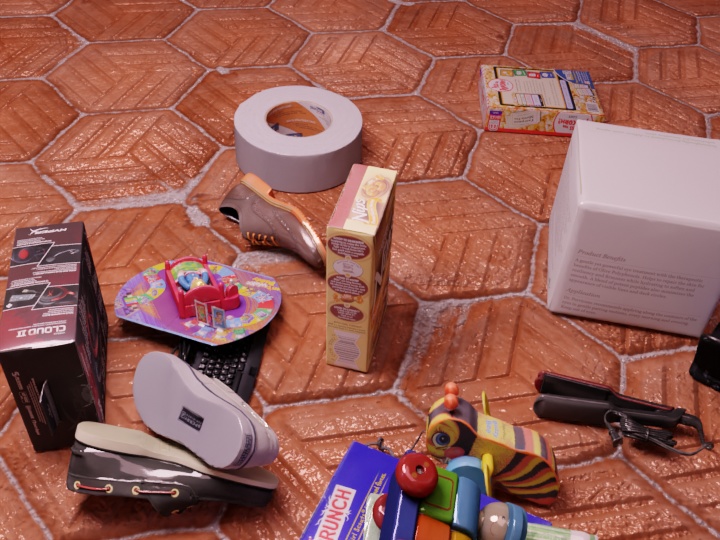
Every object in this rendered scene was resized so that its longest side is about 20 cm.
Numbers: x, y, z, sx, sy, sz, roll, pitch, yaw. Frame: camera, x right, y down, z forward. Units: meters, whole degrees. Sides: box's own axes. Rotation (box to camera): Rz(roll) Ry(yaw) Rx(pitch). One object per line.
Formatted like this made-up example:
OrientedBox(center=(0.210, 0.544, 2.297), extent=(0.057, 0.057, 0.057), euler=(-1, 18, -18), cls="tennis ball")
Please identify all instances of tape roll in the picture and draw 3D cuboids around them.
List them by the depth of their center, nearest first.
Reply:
OrientedBox(center=(-0.094, -0.205, 1.187), extent=(0.195, 0.067, 0.202), euler=(3, 42, -3), cls="tape roll")

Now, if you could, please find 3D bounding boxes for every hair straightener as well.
OrientedBox(center=(0.282, 0.168, 0.834), extent=(0.196, 0.041, 0.078), euler=(16, 43, 6), cls="hair straightener")

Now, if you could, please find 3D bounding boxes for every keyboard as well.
OrientedBox(center=(-0.166, 0.098, 0.864), extent=(0.102, 0.040, 0.202), euler=(7, 41, 2), cls="keyboard")

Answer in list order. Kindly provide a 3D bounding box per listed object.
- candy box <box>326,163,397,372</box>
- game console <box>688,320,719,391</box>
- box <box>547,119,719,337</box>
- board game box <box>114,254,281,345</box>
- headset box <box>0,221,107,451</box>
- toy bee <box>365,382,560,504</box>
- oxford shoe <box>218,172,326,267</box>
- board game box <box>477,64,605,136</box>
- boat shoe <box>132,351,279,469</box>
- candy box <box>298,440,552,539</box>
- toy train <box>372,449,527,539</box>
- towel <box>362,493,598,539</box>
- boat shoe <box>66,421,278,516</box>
OrientedBox(center=(0.000, 0.000, 0.866), extent=(0.054, 0.203, 0.116), euler=(10, 42, 8), cls="candy box")
OrientedBox(center=(0.479, 0.111, 0.848), extent=(0.198, 0.118, 0.175), euler=(32, 49, 27), cls="game console")
OrientedBox(center=(0.349, -0.058, 0.981), extent=(0.195, 0.174, 0.202), euler=(9, 42, 6), cls="box")
OrientedBox(center=(-0.191, 0.016, 0.924), extent=(0.196, 0.040, 0.158), euler=(14, 32, 17), cls="board game box")
OrientedBox(center=(-0.310, 0.072, 0.798), extent=(0.073, 0.151, 0.202), euler=(-7, 43, -11), cls="headset box")
OrientedBox(center=(0.104, 0.168, 0.751), extent=(0.196, 0.111, 0.132), euler=(-2, 33, -15), cls="toy bee")
OrientedBox(center=(-0.114, -0.052, 1.027), extent=(0.073, 0.072, 0.199), euler=(-40, 51, -15), cls="oxford shoe")
OrientedBox(center=(0.305, -0.294, 1.334), extent=(0.195, 0.047, 0.153), euler=(5, 42, 0), cls="board game box")
OrientedBox(center=(-0.153, 0.139, 0.768), extent=(0.198, 0.072, 0.069), euler=(19, -4, 42), cls="boat shoe")
OrientedBox(center=(0.046, 0.264, 0.670), extent=(0.197, 0.078, 0.170), euler=(20, 46, 15), cls="candy box")
OrientedBox(center=(0.058, 0.241, 0.560), extent=(0.113, 0.085, 0.202), euler=(18, 47, -3), cls="toy train")
OrientedBox(center=(0.091, 0.259, 0.606), extent=(0.195, 0.024, 0.154), euler=(9, 45, 4), cls="towel")
OrientedBox(center=(-0.178, 0.198, 0.740), extent=(0.197, 0.064, 0.074), euler=(13, -2, -8), cls="boat shoe")
